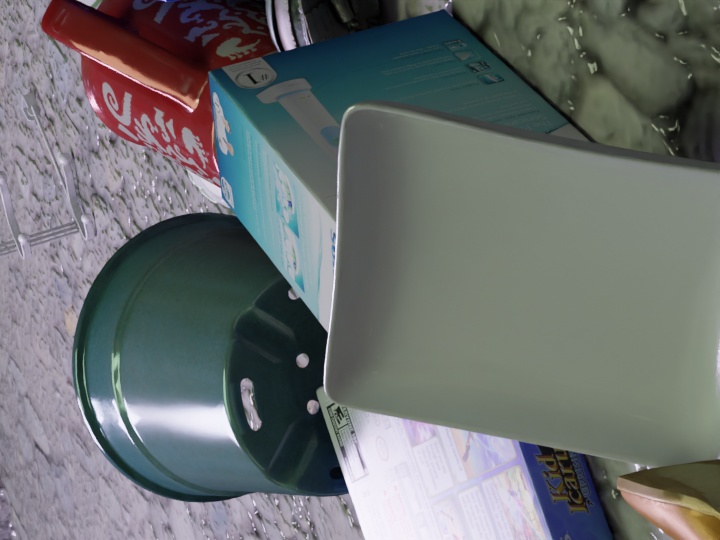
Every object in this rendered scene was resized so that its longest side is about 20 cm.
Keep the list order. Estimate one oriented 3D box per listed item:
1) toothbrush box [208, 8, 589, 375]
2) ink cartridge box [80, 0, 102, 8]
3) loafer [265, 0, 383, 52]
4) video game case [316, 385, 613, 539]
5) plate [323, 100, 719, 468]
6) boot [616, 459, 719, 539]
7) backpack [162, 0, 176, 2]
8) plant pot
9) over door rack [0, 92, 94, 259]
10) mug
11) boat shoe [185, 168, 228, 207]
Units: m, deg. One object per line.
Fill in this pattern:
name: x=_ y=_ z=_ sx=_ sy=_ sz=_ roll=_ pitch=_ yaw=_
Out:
toothbrush box: x=0.024 y=-0.047 z=1.214 sx=0.200 sy=0.146 sz=0.086 roll=-132 pitch=31 yaw=-52
ink cartridge box: x=-0.197 y=-0.268 z=1.822 sx=0.200 sy=0.059 sz=0.104 roll=160 pitch=93 yaw=-72
loafer: x=-0.005 y=-0.121 z=1.390 sx=0.063 sy=0.072 sz=0.201 roll=27 pitch=140 yaw=40
video game case: x=0.064 y=0.133 z=1.334 sx=0.181 sy=0.045 sz=0.201 roll=-33 pitch=73 yaw=55
plate: x=0.086 y=0.006 z=1.061 sx=0.200 sy=0.199 sz=0.032 roll=95 pitch=-172 yaw=-46
boot: x=0.183 y=0.162 z=1.026 sx=0.201 sy=0.071 sz=0.145 roll=7 pitch=106 yaw=64
backpack: x=-0.139 y=-0.282 z=1.476 sx=0.162 sy=0.167 sz=0.201 roll=27 pitch=128 yaw=54
plant pot: x=-0.060 y=0.064 z=1.512 sx=0.196 sy=0.200 sz=0.201 roll=5 pitch=110 yaw=62
over door rack: x=-0.369 y=-0.096 z=2.329 sx=0.067 sy=0.147 sz=0.200 roll=95 pitch=152 yaw=-52
mug: x=-0.106 y=-0.114 z=1.512 sx=0.200 sy=0.177 sz=0.134 roll=36 pitch=131 yaw=56
boat shoe: x=-0.092 y=-0.075 z=1.670 sx=0.200 sy=0.072 sz=0.069 roll=28 pitch=153 yaw=57
